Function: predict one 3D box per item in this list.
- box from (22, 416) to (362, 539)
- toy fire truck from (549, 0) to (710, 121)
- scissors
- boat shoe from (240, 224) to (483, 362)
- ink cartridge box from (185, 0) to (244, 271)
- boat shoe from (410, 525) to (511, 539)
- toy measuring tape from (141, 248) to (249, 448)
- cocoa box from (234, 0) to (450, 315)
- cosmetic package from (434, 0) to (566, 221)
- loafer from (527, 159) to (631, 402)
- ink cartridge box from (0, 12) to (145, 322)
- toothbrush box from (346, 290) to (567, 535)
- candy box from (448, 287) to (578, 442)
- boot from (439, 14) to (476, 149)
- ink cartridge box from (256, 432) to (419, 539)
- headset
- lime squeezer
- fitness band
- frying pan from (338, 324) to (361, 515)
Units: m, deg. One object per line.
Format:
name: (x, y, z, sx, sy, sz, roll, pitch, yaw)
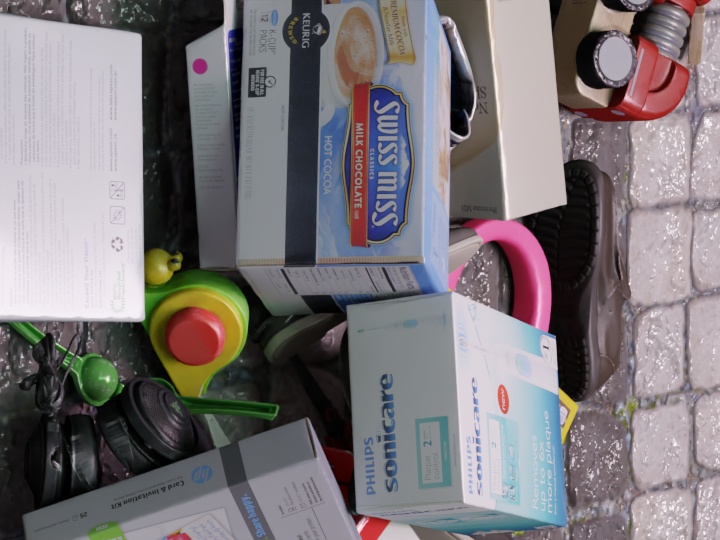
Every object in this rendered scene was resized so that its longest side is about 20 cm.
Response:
box: (-0.105, 0.188, 1.523, 0.200, 0.041, 0.156, -18, 136, 2)
toy fire truck: (0.239, -0.197, 1.882, 0.200, 0.129, 0.176, 22, 79, -33)
scissors: (-0.017, 0.114, 1.730, 0.073, 0.014, 0.200, -32, 115, -35)
boat shoe: (0.000, 0.000, 1.676, 0.200, 0.067, 0.057, -26, 73, -26)
ink cartridge box: (-0.090, -0.105, 1.588, 0.095, 0.037, 0.201, -36, 126, -75)
boat shoe: (0.058, 0.178, 1.754, 0.200, 0.067, 0.057, 48, 39, -40)
toy measuring tape: (-0.095, 0.066, 1.600, 0.074, 0.073, 0.200, -42, 116, -32)
cocoa box: (-0.008, -0.081, 1.574, 0.133, 0.131, 0.201, 58, 32, -72)
cosmetic package: (0.090, -0.144, 1.741, 0.073, 0.103, 0.201, -15, 103, -41)
loafer: (0.183, 0.004, 1.875, 0.071, 0.073, 0.201, -16, 114, -47)
ink cartridge box: (-0.228, -0.065, 1.474, 0.200, 0.041, 0.200, 4, 84, -44)
toothbrush box: (0.070, 0.105, 1.610, 0.200, 0.085, 0.147, 24, 61, -61)
candy box: (0.093, 0.102, 1.774, 0.200, 0.026, 0.102, 41, 70, -41)
boot: (0.040, -0.094, 1.701, 0.073, 0.095, 0.201, -20, 108, -41)
ink cartridge box: (-0.010, 0.214, 1.673, 0.067, 0.116, 0.200, -52, 125, -27)
headset: (-0.168, 0.123, 1.500, 0.123, 0.094, 0.200, -20, 127, 4)
lime squeezer: (-0.160, 0.078, 1.552, 0.200, 0.071, 0.038, 22, 74, -12)
fitness band: (0.092, 0.056, 1.809, 0.143, 0.037, 0.201, 15, 85, -44)
frying pan: (0.017, 0.111, 1.626, 0.115, 0.031, 0.190, 41, 42, -45)
